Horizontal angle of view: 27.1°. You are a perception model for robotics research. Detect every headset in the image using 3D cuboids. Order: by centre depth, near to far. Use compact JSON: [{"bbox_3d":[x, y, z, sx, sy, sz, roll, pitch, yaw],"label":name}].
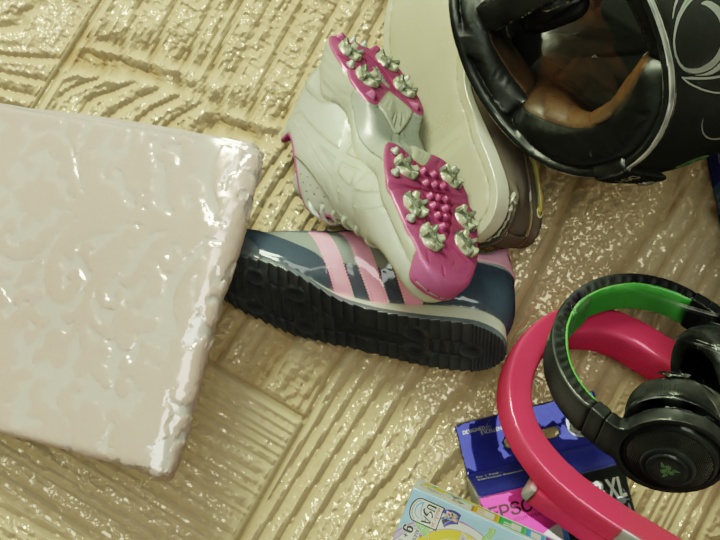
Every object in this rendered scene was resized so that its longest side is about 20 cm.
[{"bbox_3d":[0.200,0.068,0.850,0.199,0.095,0.123,36,52,19],"label":"headset"}]

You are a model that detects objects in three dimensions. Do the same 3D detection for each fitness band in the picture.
[{"bbox_3d":[0.171,0.106,0.896,0.199,0.038,0.144,33,53,0],"label":"fitness band"}]

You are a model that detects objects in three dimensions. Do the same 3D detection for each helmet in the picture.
[{"bbox_3d":[0.166,-0.162,0.877,0.190,0.200,0.201,-34,83,-40],"label":"helmet"}]

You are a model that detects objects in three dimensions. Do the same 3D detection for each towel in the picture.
[{"bbox_3d":[-0.166,0.007,0.891,0.189,0.032,0.202,11,79,20],"label":"towel"}]

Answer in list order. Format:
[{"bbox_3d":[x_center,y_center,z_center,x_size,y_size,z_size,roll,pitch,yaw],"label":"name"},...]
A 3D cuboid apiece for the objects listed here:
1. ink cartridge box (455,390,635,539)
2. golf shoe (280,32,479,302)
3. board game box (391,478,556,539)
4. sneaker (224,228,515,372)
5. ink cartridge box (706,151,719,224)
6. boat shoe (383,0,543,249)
[{"bbox_3d":[0.126,0.181,0.909,0.093,0.037,0.203,-12,80,-6],"label":"ink cartridge box"},{"bbox_3d":[0.008,-0.048,0.886,0.092,0.075,0.201,-46,45,28],"label":"golf shoe"},{"bbox_3d":[0.055,0.241,0.863,0.133,0.034,0.202,22,94,7],"label":"board game box"},{"bbox_3d":[0.000,0.000,0.924,0.198,0.070,0.083,16,56,2],"label":"sneaker"},{"bbox_3d":[0.299,-0.027,0.930,0.135,0.076,0.203,-8,83,-5],"label":"ink cartridge box"},{"bbox_3d":[0.066,-0.106,0.934,0.059,0.072,0.202,12,56,-43],"label":"boat shoe"}]
